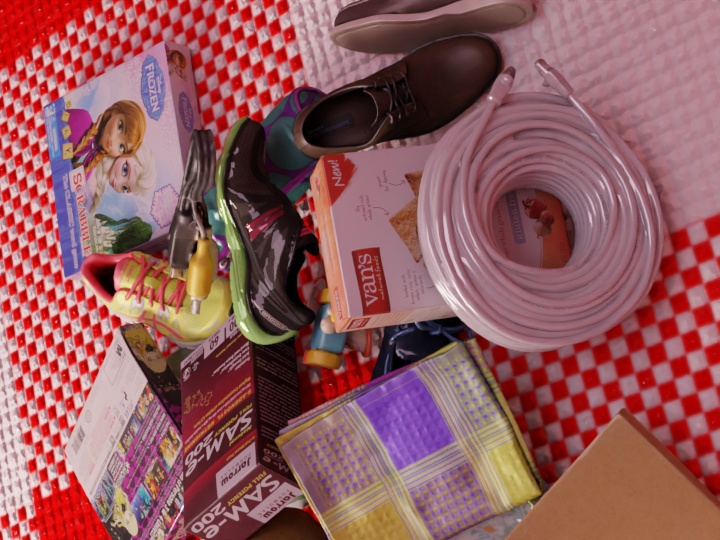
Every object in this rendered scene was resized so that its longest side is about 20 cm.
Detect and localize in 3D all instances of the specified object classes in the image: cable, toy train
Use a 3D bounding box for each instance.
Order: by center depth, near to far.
[{"bbox_3d":[0.137,-0.037,1.075,0.200,0.069,0.200,42,72,0],"label":"cable"},{"bbox_3d":[0.000,0.000,1.220,0.151,0.055,0.201,-86,13,-46],"label":"toy train"},{"bbox_3d":[-0.140,-0.059,1.226,0.201,0.050,0.098,110,160,-44],"label":"cable"}]

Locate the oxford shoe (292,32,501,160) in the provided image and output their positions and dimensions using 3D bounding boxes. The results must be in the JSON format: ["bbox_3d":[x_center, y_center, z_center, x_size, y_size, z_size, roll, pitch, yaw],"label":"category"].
[{"bbox_3d":[0.034,-0.146,1.194,0.198,0.084,0.073,-27,94,2],"label":"oxford shoe"}]

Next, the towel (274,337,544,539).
[{"bbox_3d":[0.037,0.156,1.113,0.198,0.023,0.145,-28,88,24],"label":"towel"}]

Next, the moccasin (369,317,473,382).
[{"bbox_3d":[0.058,0.067,1.186,0.068,0.079,0.203,-122,43,-66],"label":"moccasin"}]

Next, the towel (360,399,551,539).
[{"bbox_3d":[0.076,0.213,1.144,0.200,0.048,0.171,48,116,8],"label":"towel"}]

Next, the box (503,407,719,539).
[{"bbox_3d":[0.220,0.232,1.046,0.200,0.021,0.164,44,112,14],"label":"box"}]

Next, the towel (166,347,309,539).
[{"bbox_3d":[-0.120,0.153,1.350,0.151,0.023,0.203,-27,68,31],"label":"towel"}]

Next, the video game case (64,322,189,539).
[{"bbox_3d":[-0.220,0.186,1.378,0.182,0.035,0.201,53,132,28],"label":"video game case"}]

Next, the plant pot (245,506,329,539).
[{"bbox_3d":[-0.051,0.314,1.197,0.187,0.185,0.201,-50,46,22],"label":"plant pot"}]

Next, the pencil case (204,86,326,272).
[{"bbox_3d":[-0.091,-0.083,1.313,0.200,0.085,0.093,-44,47,26],"label":"pencil case"}]

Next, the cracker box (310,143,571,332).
[{"bbox_3d":[0.067,-0.032,1.124,0.058,0.197,0.136,128,132,-71],"label":"cracker box"}]

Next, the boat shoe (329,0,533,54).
[{"bbox_3d":[0.061,-0.240,1.224,0.198,0.072,0.061,-7,75,33],"label":"boat shoe"}]

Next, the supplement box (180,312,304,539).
[{"bbox_3d":[-0.108,0.137,1.241,0.109,0.061,0.201,-42,35,26],"label":"supplement box"}]

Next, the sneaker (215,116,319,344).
[{"bbox_3d":[-0.079,-0.038,1.229,0.082,0.077,0.203,-9,91,11],"label":"sneaker"}]

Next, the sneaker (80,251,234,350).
[{"bbox_3d":[-0.205,0.023,1.375,0.198,0.090,0.079,6,67,36],"label":"sneaker"}]

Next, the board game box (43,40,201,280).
[{"bbox_3d":[-0.249,-0.113,1.464,0.198,0.041,0.203,-21,73,34],"label":"board game box"}]
